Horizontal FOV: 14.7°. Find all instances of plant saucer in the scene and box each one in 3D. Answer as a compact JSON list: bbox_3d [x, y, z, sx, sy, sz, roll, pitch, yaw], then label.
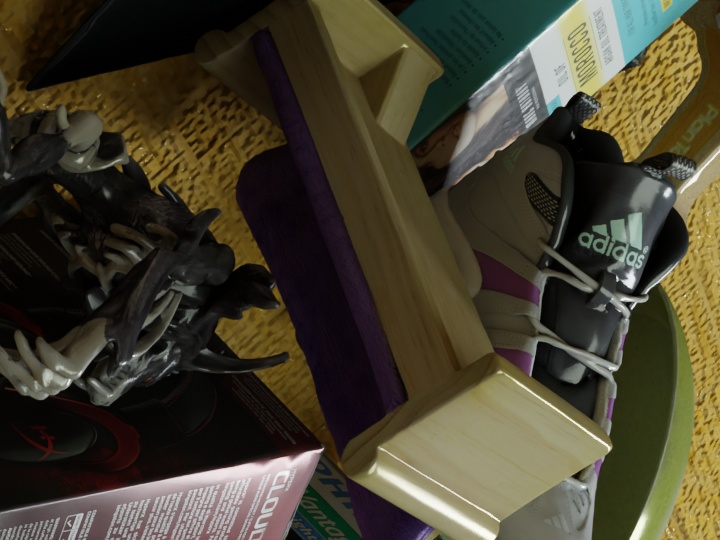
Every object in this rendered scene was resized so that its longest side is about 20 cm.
[{"bbox_3d":[0.088,0.090,1.241,0.031,0.200,0.200,25,109,-25],"label":"plant saucer"}]

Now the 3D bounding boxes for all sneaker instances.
[{"bbox_3d":[0.077,0.013,1.017,0.078,0.200,0.140,23,127,-33],"label":"sneaker"}]

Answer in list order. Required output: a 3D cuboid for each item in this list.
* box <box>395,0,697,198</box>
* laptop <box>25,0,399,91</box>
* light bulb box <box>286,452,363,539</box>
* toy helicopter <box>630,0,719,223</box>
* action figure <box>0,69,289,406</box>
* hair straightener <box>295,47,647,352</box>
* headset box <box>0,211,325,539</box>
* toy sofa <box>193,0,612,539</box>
[{"bbox_3d":[0.069,-0.098,1.125,0.200,0.049,0.082,-42,156,-6],"label":"box"},{"bbox_3d":[-0.020,-0.170,0.980,0.187,0.116,0.200,-18,112,-38],"label":"laptop"},{"bbox_3d":[-0.088,0.194,1.212,0.200,0.125,0.198,-2,128,-47],"label":"light bulb box"},{"bbox_3d":[0.174,-0.074,1.200,0.200,0.132,0.079,-50,152,7],"label":"toy helicopter"},{"bbox_3d":[-0.108,-0.011,0.923,0.102,0.119,0.200,-52,124,-21],"label":"action figure"},{"bbox_3d":[0.047,-0.034,1.189,0.200,0.041,0.077,-45,149,-1],"label":"hair straightener"},{"bbox_3d":[-0.123,0.055,0.989,0.200,0.149,0.075,-7,132,-44],"label":"headset box"},{"bbox_3d":[0.000,0.000,0.985,0.098,0.200,0.083,-33,143,16],"label":"toy sofa"}]
